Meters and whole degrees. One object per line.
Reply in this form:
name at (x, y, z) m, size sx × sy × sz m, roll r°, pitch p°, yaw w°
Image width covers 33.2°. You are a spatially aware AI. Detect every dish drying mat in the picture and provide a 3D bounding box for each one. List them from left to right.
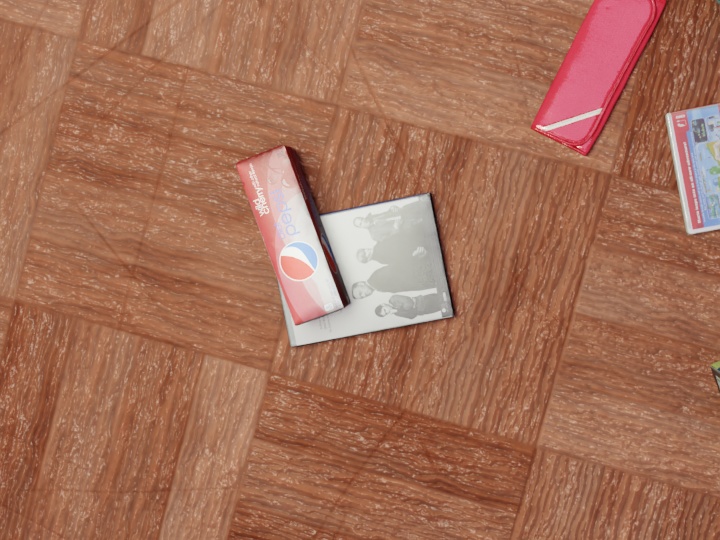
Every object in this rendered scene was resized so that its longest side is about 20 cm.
dish drying mat at (0.275, -0.238, 1.400) m, size 0.077 × 0.018 × 0.200 m, roll 27°, pitch 95°, yaw 6°

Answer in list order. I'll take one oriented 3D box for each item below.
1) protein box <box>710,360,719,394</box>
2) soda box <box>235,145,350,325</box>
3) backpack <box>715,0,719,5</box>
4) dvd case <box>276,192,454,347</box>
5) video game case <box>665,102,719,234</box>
protein box at (0.521, 0.172, 1.330) m, size 0.198 × 0.135 × 0.200 m, roll -20°, pitch 91°, yaw 8°
soda box at (-0.077, -0.041, 1.399) m, size 0.063 × 0.070 × 0.200 m, roll -21°, pitch 90°, yaw 8°
backpack at (0.443, -0.374, 1.299) m, size 0.200 × 0.183 × 0.147 m, roll -41°, pitch 65°, yaw 10°
dvd case at (0.000, 0.000, 1.439) m, size 0.200 × 0.025 × 0.150 m, roll -11°, pitch 91°, yaw 8°
video game case at (0.462, -0.129, 1.383) m, size 0.200 × 0.017 × 0.143 m, roll -11°, pitch 91°, yaw 7°
